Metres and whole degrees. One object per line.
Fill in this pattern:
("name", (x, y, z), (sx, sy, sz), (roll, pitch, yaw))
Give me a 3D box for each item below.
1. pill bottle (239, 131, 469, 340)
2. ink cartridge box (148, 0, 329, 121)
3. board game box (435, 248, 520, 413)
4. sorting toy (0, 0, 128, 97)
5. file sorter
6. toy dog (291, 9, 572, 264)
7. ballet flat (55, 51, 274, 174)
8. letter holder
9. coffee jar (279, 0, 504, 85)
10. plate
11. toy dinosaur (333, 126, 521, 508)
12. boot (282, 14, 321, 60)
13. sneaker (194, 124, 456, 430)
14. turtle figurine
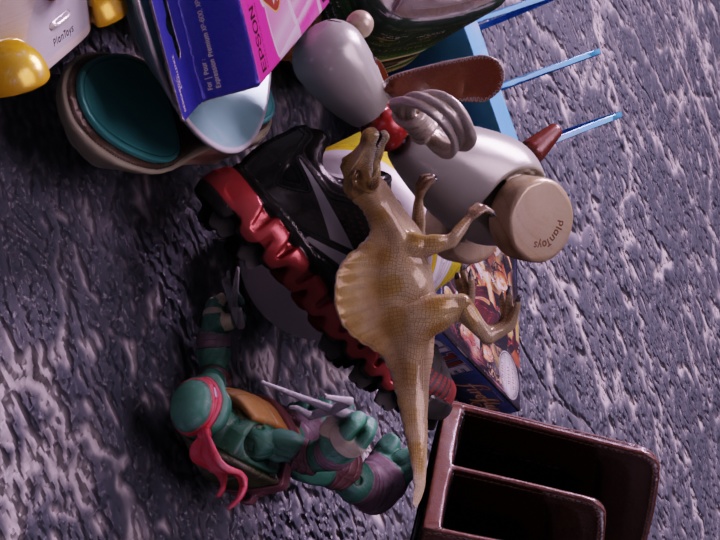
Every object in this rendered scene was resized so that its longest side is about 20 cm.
("pill bottle", (0.006, -0.027, 1.389), (0.200, 0.113, 0.115), (-31, 105, -65))
("ink cartridge box", (-0.064, -0.157, 1.169), (0.200, 0.037, 0.096), (-57, 137, -62))
("board game box", (0.074, -0.010, 1.621), (0.135, 0.034, 0.202), (44, 40, -50))
("sorting toy", (-0.176, -0.189, 1.019), (0.200, 0.106, 0.182), (-57, 153, -59))
("file sorter", (0.077, -0.168, 1.522), (0.122, 0.138, 0.202), (-21, 93, -32))
("toy dog", (0.055, -0.086, 1.270), (0.097, 0.131, 0.200), (-57, 141, -19))
("ballet flat", (-0.119, -0.080, 1.208), (0.199, 0.069, 0.070), (-4, 81, -61))
("letter holder", (0.095, 0.194, 1.323), (0.101, 0.141, 0.201), (-77, 178, -46))
("coffee jar", (0.013, -0.174, 1.382), (0.103, 0.200, 0.086), (-14, 87, -21))
("plate", (-0.094, -0.160, 1.175), (0.200, 0.025, 0.202), (-9, 90, -72))
("toy dinosaur", (0.031, 0.021, 1.204), (0.100, 0.058, 0.202), (-11, 92, -31))
("boot", (-0.101, -0.182, 1.271), (0.201, 0.076, 0.156), (60, 23, -20))
("sneaker", (0.000, 0.000, 1.245), (0.201, 0.098, 0.071), (49, -6, -16))
("turtle figurine", (-0.052, 0.079, 1.229), (0.150, 0.101, 0.200), (47, 5, 31))
